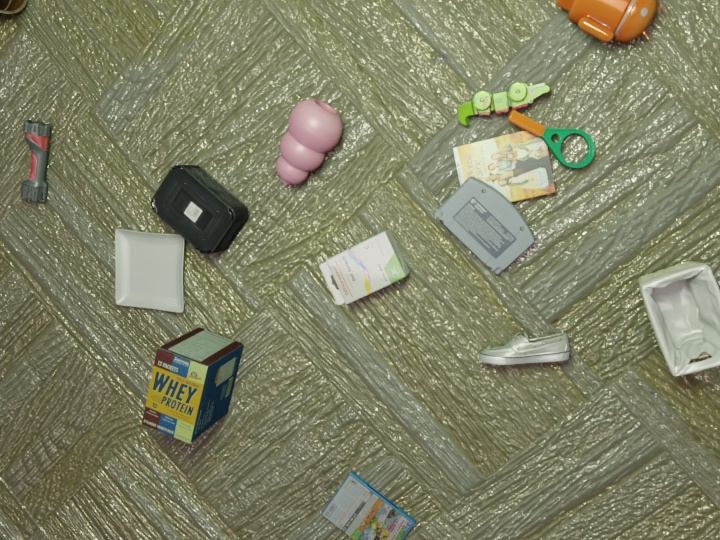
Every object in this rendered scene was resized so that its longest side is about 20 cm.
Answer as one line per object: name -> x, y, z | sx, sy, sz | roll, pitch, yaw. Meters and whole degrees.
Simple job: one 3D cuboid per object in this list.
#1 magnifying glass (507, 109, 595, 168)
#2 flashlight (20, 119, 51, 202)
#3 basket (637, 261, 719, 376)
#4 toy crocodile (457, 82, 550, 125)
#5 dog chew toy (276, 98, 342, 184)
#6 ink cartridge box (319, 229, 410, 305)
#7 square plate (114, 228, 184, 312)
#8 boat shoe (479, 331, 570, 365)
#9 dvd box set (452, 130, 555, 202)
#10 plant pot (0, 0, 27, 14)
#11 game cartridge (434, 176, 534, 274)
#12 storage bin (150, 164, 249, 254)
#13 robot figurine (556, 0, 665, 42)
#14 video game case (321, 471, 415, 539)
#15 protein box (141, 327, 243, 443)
magnifying glass -> 0.400, -0.280, 1.347 | 0.199, 0.022, 0.080 | 26, 93, -7
flashlight -> -0.848, -0.285, 1.668 | 0.067, 0.068, 0.202 | 24, 106, 37
basket -> 0.659, 0.092, 1.309 | 0.134, 0.123, 0.202 | -20, 92, 17
toy crocodile -> 0.303, -0.358, 1.362 | 0.198, 0.068, 0.062 | -10, 101, 18
dog chew toy -> -0.126, -0.285, 1.459 | 0.124, 0.124, 0.201 | 36, 114, 6
ink cartridge box -> 0.000, 0.000, 1.492 | 0.199, 0.067, 0.118 | -26, 92, 16
square plate -> -0.538, -0.001, 1.650 | 0.198, 0.028, 0.200 | 6, 99, 13
boat shoe -> 0.362, 0.170, 1.425 | 0.198, 0.072, 0.067 | -5, 93, 14
dvd box set -> 0.312, -0.220, 1.398 | 0.198, 0.029, 0.148 | -10, 96, 15
plant pot -> -0.969, -0.708, 1.575 | 0.196, 0.200, 0.203 | -8, 97, 22
game cartridge -> 0.276, -0.103, 1.401 | 0.200, 0.041, 0.133 | 43, 116, -7
storage bin -> -0.387, -0.149, 1.556 | 0.200, 0.094, 0.136 | 40, 105, 6
robot figurine -> 0.491, -0.527, 1.262 | 0.199, 0.144, 0.117 | 28, 127, 9
video game case -> 0.018, 0.618, 1.608 | 0.199, 0.018, 0.144 | 36, 105, 7
protein box -> -0.404, 0.274, 1.568 | 0.134, 0.200, 0.201 | 18, 102, 11
